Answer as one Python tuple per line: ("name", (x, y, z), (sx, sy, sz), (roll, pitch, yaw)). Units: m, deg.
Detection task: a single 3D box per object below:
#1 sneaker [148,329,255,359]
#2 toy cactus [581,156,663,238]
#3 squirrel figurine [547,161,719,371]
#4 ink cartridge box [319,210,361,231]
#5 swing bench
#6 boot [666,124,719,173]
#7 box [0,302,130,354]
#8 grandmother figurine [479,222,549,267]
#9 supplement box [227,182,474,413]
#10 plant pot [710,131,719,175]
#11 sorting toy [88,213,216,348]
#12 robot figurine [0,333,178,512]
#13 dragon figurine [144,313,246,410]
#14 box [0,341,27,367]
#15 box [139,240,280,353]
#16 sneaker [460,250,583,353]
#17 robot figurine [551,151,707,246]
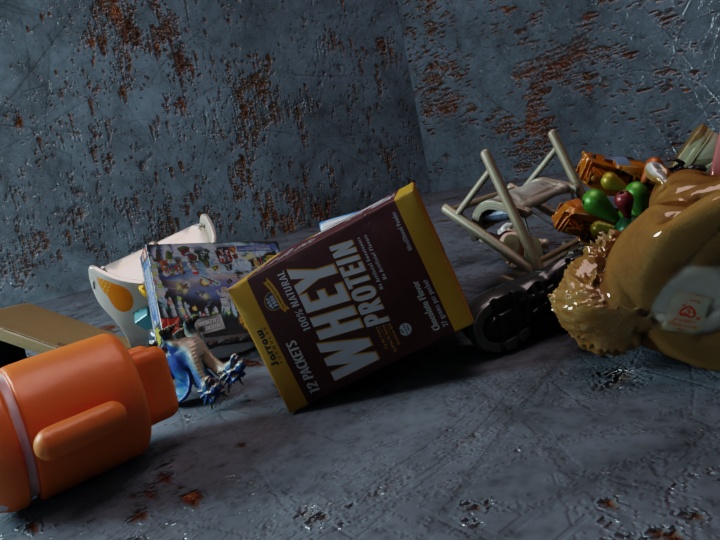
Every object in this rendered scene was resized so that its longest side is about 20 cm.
("sneaker", (-0.200, 0.083, 0.899), (0.197, 0.073, 0.072), (-20, 11, -39))
("toy cactus", (0.331, -0.028, 0.688), (0.102, 0.198, 0.167), (-44, 29, 25))
("squirrel figurine", (0.253, -0.017, 0.546), (0.197, 0.143, 0.188), (-27, 20, 34))
("ink cartridge box", (0.000, 0.000, 0.883), (0.082, 0.149, 0.200), (-14, 8, -4))
("swing bench", (0.262, -0.077, 0.936), (0.196, 0.202, 0.131), (-20, -25, -41))
("boot", (0.459, -0.070, 0.846), (0.154, 0.203, 0.073), (33, 44, 17))
("box", (-0.453, 0.099, 0.971), (0.195, 0.022, 0.164), (20, 3, -2))
("grandmother figurine", (0.265, -0.047, 1.116), (0.118, 0.062, 0.200), (17, 11, 7))
("supplement box", (-0.003, 0.016, 0.680), (0.196, 0.135, 0.197), (-26, 6, 9))
("plant pot", (0.450, -0.074, 0.597), (0.197, 0.207, 0.175), (-19, 20, -39))
("sorting toy", (-0.284, 0.045, 0.962), (0.106, 0.183, 0.198), (36, 46, 24))
("robot figurine", (-0.261, 0.129, 0.556), (0.197, 0.119, 0.143), (-19, 46, -38))
("dragon figurine", (-0.197, 0.116, 0.726), (0.058, 0.101, 0.199), (-21, -7, -42))
("box", (-0.612, 0.158, 0.925), (0.194, 0.107, 0.182), (-14, 7, -10))
("box", (-0.189, 0.030, 0.875), (0.196, 0.140, 0.040), (-4, -24, -35))
("sneaker", (0.188, 0.026, 0.680), (0.195, 0.078, 0.079), (-15, 6, -15))
("robot figurine", (0.347, -0.070, 0.792), (0.194, 0.148, 0.059), (14, 35, -5))
